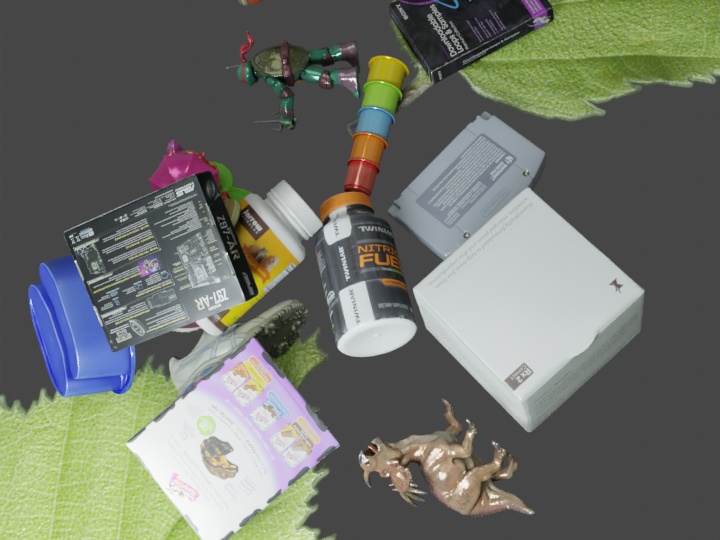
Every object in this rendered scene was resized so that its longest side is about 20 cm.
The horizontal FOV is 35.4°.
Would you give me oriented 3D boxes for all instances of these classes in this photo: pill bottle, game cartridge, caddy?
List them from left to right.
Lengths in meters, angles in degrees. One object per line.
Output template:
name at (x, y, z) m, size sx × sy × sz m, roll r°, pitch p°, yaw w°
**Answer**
caddy at (-0.352, 0.068, 1.469) m, size 0.104 × 0.141 × 0.201 m, roll -11°, pitch 70°, yaw -33°
pill bottle at (-0.146, -0.020, 1.430) m, size 0.200 × 0.109 × 0.109 m, roll -42°, pitch 64°, yaw -2°
pill bottle at (0.000, 0.000, 1.450) m, size 0.105 × 0.106 × 0.202 m, roll -16°, pitch 64°, yaw 4°
game cartridge at (0.149, -0.108, 1.507) m, size 0.200 × 0.041 × 0.133 m, roll -45°, pitch 61°, yaw -10°

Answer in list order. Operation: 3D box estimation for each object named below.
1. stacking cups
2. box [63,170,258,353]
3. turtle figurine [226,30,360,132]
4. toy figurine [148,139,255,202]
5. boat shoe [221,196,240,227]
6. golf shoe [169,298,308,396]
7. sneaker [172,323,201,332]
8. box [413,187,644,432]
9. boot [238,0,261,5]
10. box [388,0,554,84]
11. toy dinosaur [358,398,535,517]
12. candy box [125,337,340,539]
stacking cups at (0.015, -0.199, 1.563) m, size 0.060 × 0.061 × 0.202 m, roll 10°, pitch 69°, yaw 16°
box at (-0.239, -0.009, 1.349) m, size 0.199 × 0.044 × 0.161 m, roll -21°, pitch 94°, yaw 21°
turtle figurine at (-0.100, -0.277, 1.606) m, size 0.198 × 0.101 × 0.151 m, roll -5°, pitch 64°, yaw 5°
toy figurine at (-0.217, -0.107, 1.502) m, size 0.149 × 0.184 × 0.201 m, roll -21°, pitch 62°, yaw 2°
boat shoe at (-0.240, -0.049, 1.396) m, size 0.199 × 0.063 × 0.074 m, roll -18°, pitch 44°, yaw 26°
golf shoe at (-0.164, 0.089, 1.465) m, size 0.199 × 0.079 × 0.097 m, roll -37°, pitch 55°, yaw -9°
sneaker at (-0.282, 0.016, 1.506) m, size 0.198 × 0.090 × 0.075 m, roll 18°, pitch 61°, yaw 20°
box at (0.205, 0.048, 1.370) m, size 0.199 × 0.131 × 0.200 m, roll -40°, pitch 64°, yaw -8°
boot at (-0.110, -0.476, 1.713) m, size 0.107 × 0.075 × 0.201 m, roll 25°, pitch 72°, yaw 16°
box at (0.157, -0.372, 1.626) m, size 0.199 × 0.036 × 0.144 m, roll -29°, pitch 63°, yaw -1°
toy dinosaur at (0.105, 0.244, 1.334) m, size 0.200 × 0.086 × 0.136 m, roll 38°, pitch 88°, yaw 8°
candy box at (-0.154, 0.208, 1.371) m, size 0.200 × 0.072 × 0.168 m, roll -39°, pitch 91°, yaw -7°
